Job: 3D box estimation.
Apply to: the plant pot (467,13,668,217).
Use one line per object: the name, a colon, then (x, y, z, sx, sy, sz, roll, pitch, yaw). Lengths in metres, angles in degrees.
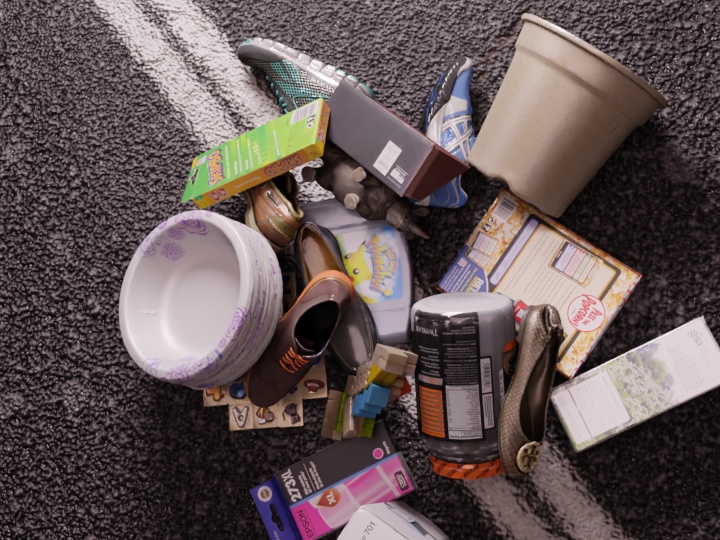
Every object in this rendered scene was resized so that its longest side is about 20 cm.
plant pot: (0.228, -0.173, 1.269, 0.200, 0.200, 0.184, 35, 100, 15)

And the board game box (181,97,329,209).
board game box: (-0.131, -0.141, 1.323, 0.199, 0.030, 0.096, -19, 39, 22)

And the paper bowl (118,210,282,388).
paper bowl: (-0.178, 0.037, 1.251, 0.200, 0.104, 0.201, -9, 73, 31)

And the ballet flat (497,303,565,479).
ballet flat: (0.197, 0.136, 1.201, 0.046, 0.067, 0.201, 4, 77, 41)

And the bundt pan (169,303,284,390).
bundt pan: (-0.185, 0.054, 1.359, 0.201, 0.076, 0.203, -2, 80, 12)

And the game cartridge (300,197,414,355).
game cartridge: (0.000, 0.000, 1.355, 0.133, 0.040, 0.201, -9, 78, 4)

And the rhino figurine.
rhino figurine: (0.012, -0.093, 1.307, 0.200, 0.087, 0.060, 36, 100, 28)

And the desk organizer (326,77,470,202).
desk organizer: (0.036, -0.152, 1.292, 0.072, 0.077, 0.200, -57, 46, 10)

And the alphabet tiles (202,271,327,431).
alphabet tiles: (-0.127, 0.104, 1.382, 0.166, 0.006, 0.201, -6, 79, 10)

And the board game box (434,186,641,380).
board game box: (0.216, 0.016, 1.301, 0.200, 0.046, 0.152, 35, 90, 16)

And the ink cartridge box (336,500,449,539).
ink cartridge box: (0.016, 0.345, 1.209, 0.086, 0.200, 0.147, 33, 89, 15)

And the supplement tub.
supplement tub: (0.124, 0.132, 1.245, 0.122, 0.123, 0.201, -2, 100, 12)

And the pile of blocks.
pile of blocks: (0.019, 0.154, 1.254, 0.062, 0.200, 0.082, 14, 57, -19)

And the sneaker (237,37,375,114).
sneaker: (-0.085, -0.237, 1.398, 0.200, 0.078, 0.091, 27, 91, 17)

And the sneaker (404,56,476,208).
sneaker: (0.114, -0.172, 1.352, 0.077, 0.076, 0.201, 16, 84, -7)

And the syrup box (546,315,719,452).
syrup box: (0.324, 0.135, 1.240, 0.199, 0.081, 0.079, -27, 75, 6)

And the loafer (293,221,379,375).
loafer: (-0.035, 0.035, 1.300, 0.073, 0.072, 0.200, -27, 77, 3)

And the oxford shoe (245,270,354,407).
oxford shoe: (-0.080, 0.090, 1.249, 0.071, 0.073, 0.200, 30, 111, -8)

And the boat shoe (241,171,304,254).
boat shoe: (-0.109, -0.101, 1.344, 0.068, 0.072, 0.200, -42, 41, 19)

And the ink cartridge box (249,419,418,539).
ink cartridge box: (-0.037, 0.271, 1.321, 0.200, 0.037, 0.095, -28, 75, 8)
